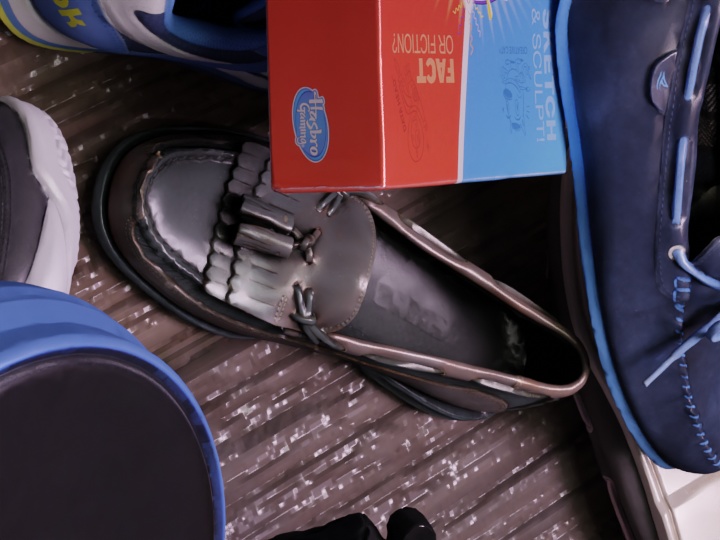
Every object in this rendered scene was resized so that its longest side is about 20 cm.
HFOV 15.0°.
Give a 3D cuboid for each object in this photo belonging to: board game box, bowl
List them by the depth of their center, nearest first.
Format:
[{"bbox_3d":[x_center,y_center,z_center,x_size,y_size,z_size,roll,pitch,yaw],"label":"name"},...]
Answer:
[{"bbox_3d":[-0.113,0.104,0.798,0.200,0.039,0.202,-29,129,-44],"label":"bowl"},{"bbox_3d":[0.019,-0.128,0.890,0.153,0.040,0.201,-9,98,-64],"label":"board game box"}]

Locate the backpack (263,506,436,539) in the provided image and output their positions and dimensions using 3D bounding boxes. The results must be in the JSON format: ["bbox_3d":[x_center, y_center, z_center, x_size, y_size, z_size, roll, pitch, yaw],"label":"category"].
[{"bbox_3d":[0.010,0.197,0.923,0.200,0.126,0.167,48,59,-29],"label":"backpack"}]

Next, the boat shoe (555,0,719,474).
[{"bbox_3d":[0.117,-0.014,0.965,0.084,0.068,0.201,-54,136,-48],"label":"boat shoe"}]

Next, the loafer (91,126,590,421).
[{"bbox_3d":[0.000,0.000,0.954,0.199,0.063,0.072,25,75,-38],"label":"loafer"}]

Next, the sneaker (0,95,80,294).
[{"bbox_3d":[-0.162,0.023,0.808,0.114,0.075,0.201,34,72,-38],"label":"sneaker"}]

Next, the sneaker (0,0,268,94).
[{"bbox_3d":[-0.026,-0.097,0.919,0.199,0.082,0.074,-3,92,-44],"label":"sneaker"}]

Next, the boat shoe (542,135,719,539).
[{"bbox_3d":[0.105,0.038,1.058,0.067,0.057,0.201,-21,100,-25],"label":"boat shoe"}]
